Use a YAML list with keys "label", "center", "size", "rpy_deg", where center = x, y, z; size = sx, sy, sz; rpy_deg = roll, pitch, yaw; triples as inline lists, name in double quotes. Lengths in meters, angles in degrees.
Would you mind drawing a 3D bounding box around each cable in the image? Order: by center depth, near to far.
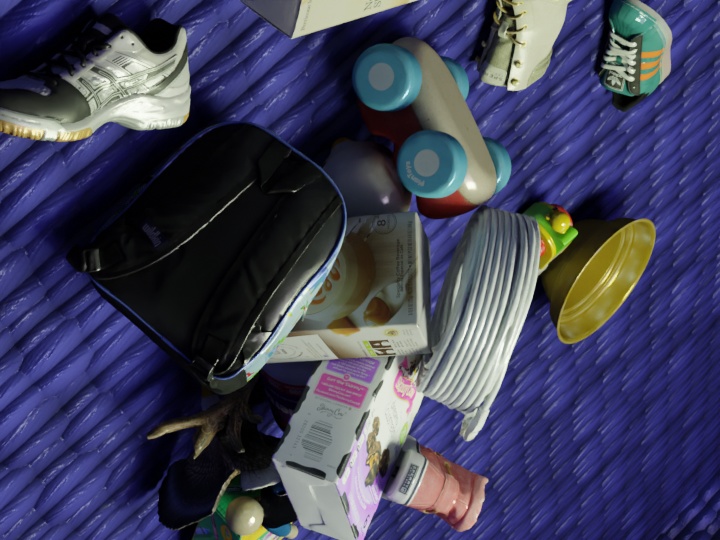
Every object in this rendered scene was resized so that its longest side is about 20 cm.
- label: "cable"
  center: [0.112, 0.036, 1.442]
  size: [0.200, 0.069, 0.201]
  rpy_deg: [-77, -174, -56]

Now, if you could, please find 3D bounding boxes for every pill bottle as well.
- label: "pill bottle"
  center: [-0.049, 0.114, 1.612]
  size: [0.112, 0.112, 0.201]
  rpy_deg: [-40, 150, -19]

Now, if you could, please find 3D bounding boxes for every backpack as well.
- label: "backpack"
  center: [-0.117, -0.018, 1.296]
  size: [0.200, 0.183, 0.147]
  rpy_deg: [-50, 175, -10]

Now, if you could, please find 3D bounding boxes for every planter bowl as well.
- label: "planter bowl"
  center: [0.303, -0.006, 2.024]
  size: [0.200, 0.083, 0.201]
  rpy_deg: [-35, 148, -26]

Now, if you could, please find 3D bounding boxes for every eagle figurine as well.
- label: "eagle figurine"
  center: [-0.135, 0.183, 1.541]
  size: [0.201, 0.150, 0.152]
  rpy_deg: [97, 1, -55]

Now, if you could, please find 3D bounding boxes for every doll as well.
- label: "doll"
  center: [-0.059, 0.234, 1.587]
  size: [0.199, 0.048, 0.137]
  rpy_deg: [-20, 145, -40]

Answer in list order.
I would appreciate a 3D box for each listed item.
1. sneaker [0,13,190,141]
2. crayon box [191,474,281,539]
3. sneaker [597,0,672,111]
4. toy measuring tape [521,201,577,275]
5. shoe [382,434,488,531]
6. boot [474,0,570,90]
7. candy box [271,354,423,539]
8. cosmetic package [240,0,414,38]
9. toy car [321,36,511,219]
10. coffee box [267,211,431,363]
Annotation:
- label: "sneaker"
  center: [-0.209, -0.149, 1.127]
  size: [0.199, 0.075, 0.088]
  rpy_deg: [-18, 122, -51]
- label: "crayon box"
  center: [-0.127, 0.282, 1.695]
  size: [0.119, 0.058, 0.200]
  rpy_deg: [-37, 165, -31]
- label: "sneaker"
  center: [0.320, -0.251, 1.774]
  size: [0.080, 0.071, 0.200]
  rpy_deg: [-52, 154, -7]
- label: "toy measuring tape"
  center: [0.223, -0.039, 1.915]
  size: [0.073, 0.074, 0.200]
  rpy_deg: [-41, 173, -19]
- label: "shoe"
  center: [0.073, 0.223, 1.555]
  size: [0.072, 0.091, 0.200]
  rpy_deg: [-64, -177, -3]
- label: "boot"
  center: [0.152, -0.256, 1.523]
  size: [0.199, 0.072, 0.155]
  rpy_deg: [-18, 140, -47]
- label: "candy box"
  center: [-0.003, 0.143, 1.474]
  size: [0.168, 0.071, 0.201]
  rpy_deg: [75, 36, -59]
- label: "cosmetic package"
  center: [-0.001, -0.275, 1.268]
  size: [0.199, 0.071, 0.106]
  rpy_deg: [-26, 144, -39]
- label: "toy car"
  center: [0.015, -0.106, 1.449]
  size: [0.199, 0.178, 0.184]
  rpy_deg: [-30, 173, 20]
- label: "coffee box"
  center: [-0.037, 0.019, 1.399]
  size: [0.080, 0.198, 0.115]
  rpy_deg: [59, 28, -65]
